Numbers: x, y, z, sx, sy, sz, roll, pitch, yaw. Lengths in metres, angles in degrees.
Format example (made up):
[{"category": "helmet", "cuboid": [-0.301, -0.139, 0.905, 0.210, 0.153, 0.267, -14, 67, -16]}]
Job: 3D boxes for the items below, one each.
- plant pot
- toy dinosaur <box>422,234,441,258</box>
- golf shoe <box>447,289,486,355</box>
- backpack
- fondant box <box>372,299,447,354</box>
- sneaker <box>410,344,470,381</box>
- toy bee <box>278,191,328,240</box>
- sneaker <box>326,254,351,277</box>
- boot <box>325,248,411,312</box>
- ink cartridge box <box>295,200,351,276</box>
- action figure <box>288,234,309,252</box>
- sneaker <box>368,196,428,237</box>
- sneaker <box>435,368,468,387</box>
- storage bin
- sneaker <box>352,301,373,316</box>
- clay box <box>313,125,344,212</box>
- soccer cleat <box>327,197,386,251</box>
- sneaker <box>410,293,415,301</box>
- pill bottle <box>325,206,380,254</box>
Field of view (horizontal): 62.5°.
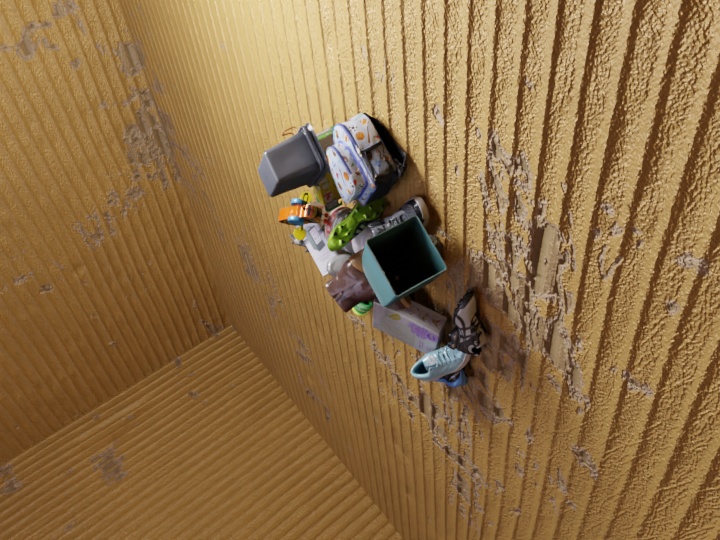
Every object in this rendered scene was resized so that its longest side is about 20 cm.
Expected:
[{"category": "plant pot", "cuboid": [0.086, -0.001, 1.391, 0.144, 0.139, 0.201, 60, 162, 13]}, {"category": "toy dinosaur", "cuboid": [0.146, -0.048, 1.471, 0.199, 0.075, 0.105, 23, 126, 61]}, {"category": "golf shoe", "cuboid": [0.268, 0.128, 1.420, 0.093, 0.078, 0.203, 27, 145, 24]}, {"category": "backpack", "cuboid": [-0.002, -0.266, 1.420, 0.195, 0.151, 0.200, 68, 160, 6]}, {"category": "fondant box", "cuboid": [0.130, 0.141, 1.611, 0.196, 0.059, 0.146, 25, 151, 15]}, {"category": "sneaker", "cuboid": [0.208, 0.240, 1.555, 0.200, 0.080, 0.075, -46, 53, 38]}, {"category": "toy bee", "cuboid": [-0.149, -0.147, 1.648, 0.199, 0.107, 0.134, 32, 104, 62]}, {"category": "sneaker", "cuboid": [0.000, 0.000, 1.676, 0.087, 0.195, 0.077, -167, 87, -71]}, {"category": "boot", "cuboid": [0.021, 0.057, 1.547, 0.166, 0.072, 0.201, -42, 88, 23]}, {"category": "ink cartridge box", "cuboid": [-0.102, -0.104, 1.782, 0.083, 0.145, 0.203, -29, 90, 27]}, {"category": "action figure", "cuboid": [-0.175, -0.127, 1.938, 0.101, 0.121, 0.200, 31, 180, -17]}, {"category": "sneaker", "cuboid": [0.087, -0.110, 1.438, 0.077, 0.112, 0.200, 63, 158, 4]}, {"category": "sneaker", "cuboid": [0.235, 0.269, 1.654, 0.199, 0.069, 0.085, 178, 85, -67]}, {"category": "storage bin", "cuboid": [-0.181, -0.270, 1.481, 0.148, 0.132, 0.200, 64, 162, -1]}, {"category": "sneaker", "cuboid": [-0.016, 0.045, 1.911, 0.083, 0.073, 0.203, -34, 83, 42]}, {"category": "clay box", "cuboid": [-0.081, -0.271, 1.602, 0.047, 0.113, 0.204, 32, 143, 47]}, {"category": "soccer cleat", "cuboid": [-0.014, -0.124, 1.526, 0.068, 0.199, 0.081, 48, 158, -2]}, {"category": "sneaker", "cuboid": [0.119, 0.045, 1.646, 0.201, 0.070, 0.085, 103, 163, -61]}, {"category": "pill bottle", "cuboid": [-0.001, -0.100, 1.628, 0.198, 0.115, 0.118, 24, 139, 48]}]
